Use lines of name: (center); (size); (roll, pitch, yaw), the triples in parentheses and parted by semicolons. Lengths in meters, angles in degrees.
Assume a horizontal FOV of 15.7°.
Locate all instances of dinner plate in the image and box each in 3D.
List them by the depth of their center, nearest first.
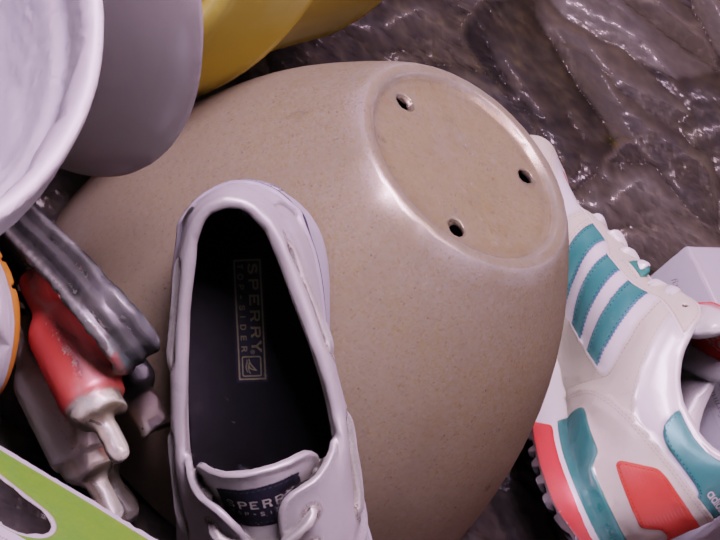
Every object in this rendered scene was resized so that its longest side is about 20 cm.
dinner plate: (-0.127, -0.119, 0.875); (0.024, 0.200, 0.200); (-31, 78, -35)

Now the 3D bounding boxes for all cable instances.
cable: (-0.127, -0.006, 0.898); (0.050, 0.097, 0.200); (-33, 73, -19)

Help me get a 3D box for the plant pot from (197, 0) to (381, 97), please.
plant pot: (-0.069, -0.161, 1.019); (0.201, 0.201, 0.189); (57, 24, 16)

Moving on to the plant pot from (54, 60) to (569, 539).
plant pot: (0.000, 0.000, 0.968); (0.200, 0.134, 0.201); (24, 42, -24)

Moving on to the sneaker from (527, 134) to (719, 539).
sneaker: (0.110, 0.023, 1.067); (0.070, 0.093, 0.201); (52, 23, -52)

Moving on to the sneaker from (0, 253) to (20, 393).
sneaker: (-0.197, -0.034, 0.867); (0.092, 0.076, 0.200); (-20, 69, -46)

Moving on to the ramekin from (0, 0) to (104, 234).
ramekin: (-0.188, -0.069, 0.790); (0.199, 0.105, 0.201); (12, 60, -22)

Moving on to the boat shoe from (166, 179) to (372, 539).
boat shoe: (-0.030, 0.070, 0.862); (0.066, 0.072, 0.201); (-18, 105, -84)

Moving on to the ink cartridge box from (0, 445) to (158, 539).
ink cartridge box: (-0.155, 0.113, 0.736); (0.147, 0.076, 0.200); (29, 24, 8)

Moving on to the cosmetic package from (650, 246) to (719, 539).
cosmetic package: (0.204, 0.056, 1.151); (0.199, 0.081, 0.113); (1, 57, -44)
